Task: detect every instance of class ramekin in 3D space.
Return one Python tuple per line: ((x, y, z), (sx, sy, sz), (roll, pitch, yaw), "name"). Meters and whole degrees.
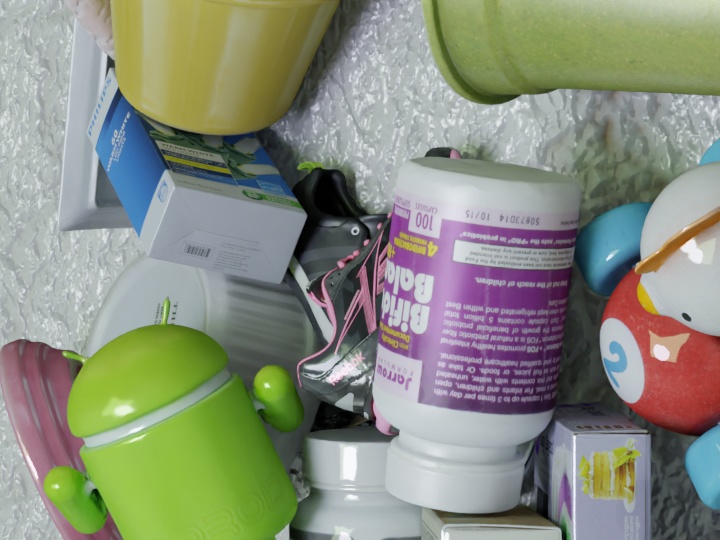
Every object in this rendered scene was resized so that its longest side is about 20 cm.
((-0.120, 0.068, 1.570), (0.202, 0.094, 0.203), (-27, 54, 44), "ramekin")

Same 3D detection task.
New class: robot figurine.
((-0.116, 0.124, 1.426), (0.200, 0.175, 0.116), (64, 178, -7), "robot figurine")

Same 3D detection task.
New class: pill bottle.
((0.008, 0.210, 1.471), (0.114, 0.114, 0.200), (2, 92, 44), "pill bottle")
((0.066, 0.038, 1.302), (0.112, 0.112, 0.200), (14, 101, 43), "pill bottle")

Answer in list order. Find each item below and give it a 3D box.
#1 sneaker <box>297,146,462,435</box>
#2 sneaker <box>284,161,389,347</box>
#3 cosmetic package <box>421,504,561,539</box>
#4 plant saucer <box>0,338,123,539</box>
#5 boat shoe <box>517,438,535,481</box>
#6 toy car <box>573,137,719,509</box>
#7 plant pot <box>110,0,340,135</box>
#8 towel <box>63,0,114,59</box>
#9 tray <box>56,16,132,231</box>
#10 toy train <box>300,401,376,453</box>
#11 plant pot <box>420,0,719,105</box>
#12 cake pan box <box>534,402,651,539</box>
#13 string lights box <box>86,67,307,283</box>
((0.014, 0.004, 1.439), (0.095, 0.079, 0.200), (14, 71, 14), "sneaker")
((0.000, 0.000, 1.504), (0.200, 0.072, 0.083), (50, 122, 32), "sneaker")
((0.077, 0.197, 1.325), (0.200, 0.071, 0.105), (149, 122, -88), "cosmetic package")
((-0.211, 0.139, 1.659), (0.051, 0.201, 0.201), (-24, 69, 1), "plant saucer")
((0.085, 0.050, 1.402), (0.074, 0.086, 0.202), (10, 96, 20), "boat shoe")
((0.193, 0.005, 1.202), (0.177, 0.200, 0.185), (-33, 62, 15), "toy car")
((-0.096, -0.206, 1.523), (0.201, 0.201, 0.189), (43, 133, 35), "plant pot")
((-0.182, -0.278, 1.553), (0.032, 0.200, 0.191), (10, 69, 24), "towel")
((-0.183, -0.129, 1.661), (0.022, 0.107, 0.200), (10, 98, 30), "tray")
((-0.036, 0.113, 1.560), (0.200, 0.046, 0.034), (-27, 54, 44), "toy train")
((0.164, -0.181, 1.277), (0.184, 0.200, 0.201), (14, 101, 32), "plant pot")
((0.138, 0.177, 1.314), (0.200, 0.052, 0.185), (-124, 36, -87), "cake pan box")
((-0.121, -0.069, 1.554), (0.059, 0.103, 0.200), (-67, 29, 21), "string lights box")
